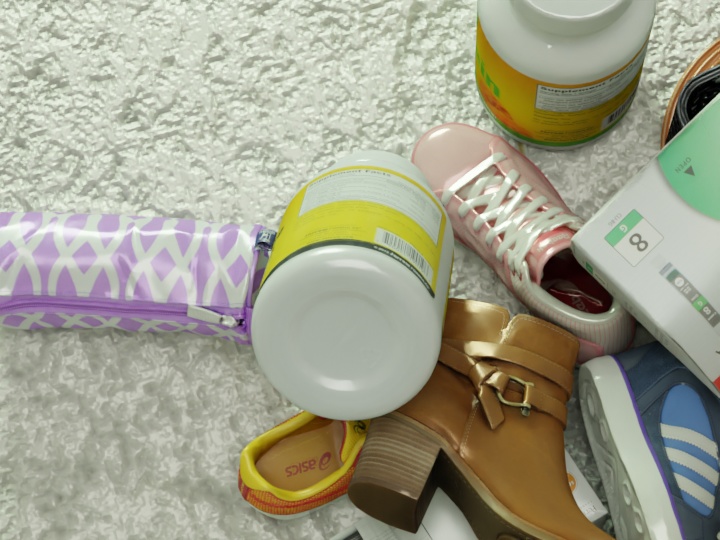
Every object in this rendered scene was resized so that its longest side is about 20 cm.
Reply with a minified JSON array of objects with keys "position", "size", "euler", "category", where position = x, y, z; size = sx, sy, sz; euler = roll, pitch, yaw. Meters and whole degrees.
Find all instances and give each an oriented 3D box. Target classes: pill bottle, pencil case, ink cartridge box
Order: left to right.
[{"position":[-0.152,0.008,1.404],"size":[0.200,0.084,0.086],"euler":[3,44,7],"category":"pencil case"},{"position":[0.000,0.000,1.335],"size":[0.112,0.200,0.112],"euler":[2,114,5],"category":"pill bottle"},{"position":[0.129,-0.159,1.381],"size":[0.111,0.200,0.111],"euler":[-1,74,2],"category":"pill bottle"},{"position":[0.250,-0.001,1.299],"size":[0.161,0.050,0.200],"euler":[-44,74,-3],"category":"ink cartridge box"}]

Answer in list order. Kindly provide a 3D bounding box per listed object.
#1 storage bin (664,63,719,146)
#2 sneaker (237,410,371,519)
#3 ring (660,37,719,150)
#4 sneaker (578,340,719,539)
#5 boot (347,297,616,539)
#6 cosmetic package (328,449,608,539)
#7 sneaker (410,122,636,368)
[{"position":[0.295,-0.045,1.380],"size":[0.135,0.094,0.200],"euler":[-27,77,-4],"category":"storage bin"},{"position":[0.017,0.098,1.378],"size":[0.200,0.077,0.073],"euler":[-30,74,-10],"category":"sneaker"},{"position":[0.299,-0.076,1.446],"size":[0.200,0.019,0.201],"euler":[0,75,2],"category":"ring"},{"position":[0.228,0.127,1.346],"size":[0.146,0.081,0.200],"euler":[-10,62,-11],"category":"sneaker"},{"position":[0.105,0.110,1.324],"size":[0.200,0.077,0.155],"euler":[21,56,12],"category":"boot"},{"position":[0.050,0.175,1.369],"size":[0.200,0.051,0.083],"euler":[-32,77,-6],"category":"cosmetic package"},{"position":[0.106,-0.029,1.397],"size":[0.075,0.105,0.200],"euler":[-37,75,-6],"category":"sneaker"}]
